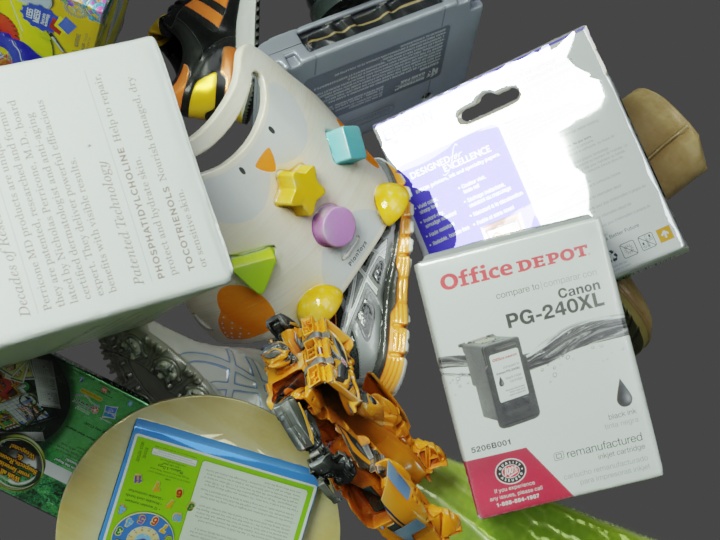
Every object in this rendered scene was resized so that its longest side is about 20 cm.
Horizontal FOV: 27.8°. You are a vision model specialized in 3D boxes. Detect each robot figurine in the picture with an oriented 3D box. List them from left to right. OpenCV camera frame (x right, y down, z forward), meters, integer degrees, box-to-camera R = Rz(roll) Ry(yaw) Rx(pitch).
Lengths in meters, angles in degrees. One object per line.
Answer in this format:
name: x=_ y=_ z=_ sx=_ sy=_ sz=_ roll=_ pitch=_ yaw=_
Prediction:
robot figurine: x=-0.002 y=0.113 z=1.040 sx=0.200 sy=0.058 sz=0.145 roll=52 pitch=16 yaw=-34

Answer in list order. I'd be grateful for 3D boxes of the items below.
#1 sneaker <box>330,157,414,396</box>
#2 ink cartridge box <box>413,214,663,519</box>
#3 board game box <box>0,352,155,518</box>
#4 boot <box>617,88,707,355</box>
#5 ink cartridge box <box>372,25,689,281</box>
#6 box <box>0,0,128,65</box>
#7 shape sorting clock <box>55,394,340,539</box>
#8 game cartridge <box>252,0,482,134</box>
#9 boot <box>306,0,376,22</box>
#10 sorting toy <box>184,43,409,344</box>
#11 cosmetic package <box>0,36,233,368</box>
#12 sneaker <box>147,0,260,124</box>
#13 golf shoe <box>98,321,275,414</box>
sneaker: x=0.000 y=0.000 z=1.152 sx=0.077 sy=0.078 sz=0.201 roll=5 pitch=64 yaw=-5
ink cartridge box: x=0.133 y=0.070 z=1.104 sx=0.145 sy=0.083 sz=0.201 roll=-14 pitch=90 yaw=5
board game box: x=-0.230 y=0.110 z=1.034 sx=0.200 sy=0.023 sz=0.105 roll=28 pitch=86 yaw=-6
boot: x=0.238 y=-0.048 z=1.256 sx=0.200 sy=0.066 sz=0.175 roll=-38 pitch=84 yaw=-29
ink cartridge box: x=0.136 y=-0.067 z=1.182 sx=0.198 sy=0.043 sz=0.201 roll=-24 pitch=79 yaw=10
box: x=-0.272 y=-0.224 z=1.082 sx=0.192 sy=0.200 sz=0.122 roll=22 pitch=64 yaw=-8
shape sorting clock: x=-0.113 y=0.187 z=1.023 sx=0.199 sy=0.039 sz=0.201 roll=0 pitch=89 yaw=-12
game cartridge: x=0.003 y=-0.162 z=1.183 sx=0.200 sy=0.134 sz=0.041 roll=-23 pitch=60 yaw=-20
boot: x=-0.022 y=-0.281 z=1.212 sx=0.163 sy=0.073 sz=0.198 roll=63 pitch=20 yaw=2
sorting toy: x=-0.070 y=-0.065 z=1.073 sx=0.200 sy=0.107 sz=0.180 roll=-57 pitch=133 yaw=-18
cosmetic package: x=-0.220 y=-0.030 z=0.923 sx=0.200 sy=0.167 sz=0.167 roll=-17 pitch=87 yaw=-29
sneaker: x=-0.130 y=-0.214 z=1.200 sx=0.090 sy=0.070 sz=0.201 roll=2 pitch=65 yaw=-8
golf shoe: x=-0.101 y=0.088 z=1.093 sx=0.200 sy=0.078 sz=0.097 roll=38 pitch=45 yaw=-6
